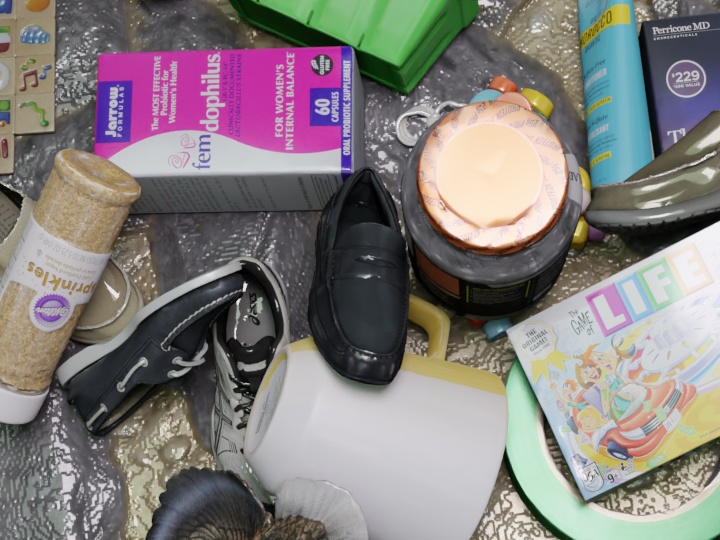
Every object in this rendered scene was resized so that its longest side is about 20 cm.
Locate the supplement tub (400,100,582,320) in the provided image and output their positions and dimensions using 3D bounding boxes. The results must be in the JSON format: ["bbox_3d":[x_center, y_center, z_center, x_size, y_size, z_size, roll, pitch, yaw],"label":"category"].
[{"bbox_3d":[0.089,-0.040,1.050,0.121,0.200,0.124,-1,79,3],"label":"supplement tub"}]

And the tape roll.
[{"bbox_3d":[0.202,0.113,1.131,0.198,0.048,0.203,-1,76,3],"label":"tape roll"}]

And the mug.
[{"bbox_3d":[0.001,0.110,1.085,0.152,0.187,0.151,21,110,-14],"label":"mug"}]

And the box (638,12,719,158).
[{"bbox_3d":[0.318,-0.124,1.171,0.197,0.079,0.143,-6,72,2],"label":"box"}]

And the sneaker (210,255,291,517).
[{"bbox_3d":[-0.083,0.087,1.138,0.075,0.088,0.202,-9,76,0],"label":"sneaker"}]

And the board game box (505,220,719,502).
[{"bbox_3d":[0.220,0.059,1.081,0.199,0.034,0.136,-28,74,9],"label":"board game box"}]

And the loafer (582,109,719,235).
[{"bbox_3d":[0.251,-0.076,1.091,0.198,0.075,0.070,-15,84,1],"label":"loafer"}]

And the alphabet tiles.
[{"bbox_3d":[-0.333,-0.173,1.265,0.164,0.006,0.203,-4,75,4],"label":"alphabet tiles"}]

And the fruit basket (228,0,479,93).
[{"bbox_3d":[0.005,-0.269,1.188,0.213,0.156,0.218,-1,82,7],"label":"fruit basket"}]

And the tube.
[{"bbox_3d":[0.196,-0.143,1.180,0.050,0.077,0.202,6,69,-25],"label":"tube"}]

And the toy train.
[{"bbox_3d":[0.106,-0.058,1.179,0.149,0.056,0.202,-20,75,-2],"label":"toy train"}]

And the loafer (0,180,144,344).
[{"bbox_3d":[-0.256,-0.013,1.185,0.199,0.068,0.076,33,80,11],"label":"loafer"}]

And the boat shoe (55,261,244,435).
[{"bbox_3d":[-0.146,0.059,1.124,0.199,0.075,0.061,-35,80,40],"label":"boat shoe"}]

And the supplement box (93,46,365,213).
[{"bbox_3d":[-0.098,-0.106,1.183,0.197,0.103,0.102,-2,76,5],"label":"supplement box"}]

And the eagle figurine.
[{"bbox_3d":[-0.075,0.211,1.031,0.149,0.200,0.154,-1,89,-6],"label":"eagle figurine"}]

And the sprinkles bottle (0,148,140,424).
[{"bbox_3d":[-0.231,0.013,1.121,0.068,0.068,0.201,31,106,11],"label":"sprinkles bottle"}]

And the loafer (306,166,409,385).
[{"bbox_3d":[0.000,0.000,1.054,0.067,0.071,0.201,12,33,-12],"label":"loafer"}]
